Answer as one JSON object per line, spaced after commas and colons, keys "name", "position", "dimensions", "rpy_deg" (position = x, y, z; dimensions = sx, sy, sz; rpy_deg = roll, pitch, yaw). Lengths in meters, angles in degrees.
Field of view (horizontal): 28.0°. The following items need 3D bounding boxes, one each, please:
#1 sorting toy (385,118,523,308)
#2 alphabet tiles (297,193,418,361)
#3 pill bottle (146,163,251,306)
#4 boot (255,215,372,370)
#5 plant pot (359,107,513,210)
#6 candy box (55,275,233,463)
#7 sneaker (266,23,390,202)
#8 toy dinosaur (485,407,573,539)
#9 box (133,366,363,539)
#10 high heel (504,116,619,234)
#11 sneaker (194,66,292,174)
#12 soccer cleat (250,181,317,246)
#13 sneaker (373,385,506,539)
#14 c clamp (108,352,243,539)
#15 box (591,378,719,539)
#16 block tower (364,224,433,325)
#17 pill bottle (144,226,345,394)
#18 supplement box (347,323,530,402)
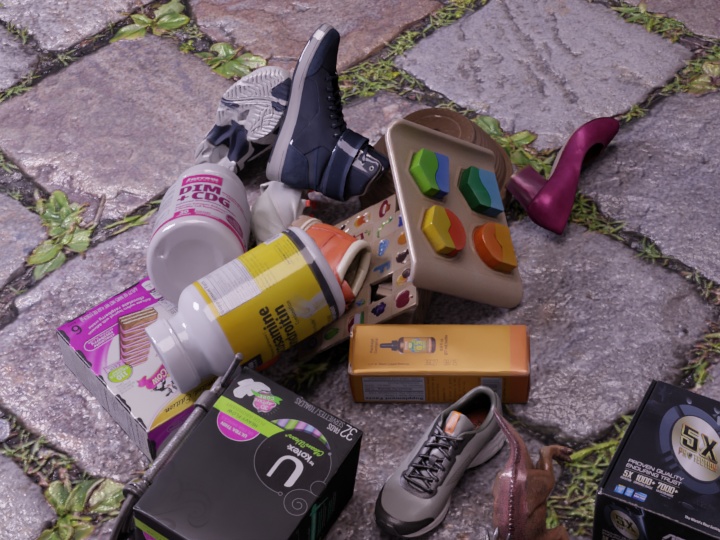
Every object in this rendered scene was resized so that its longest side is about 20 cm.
{"name": "sorting toy", "position": [0.114, -0.066, 1.660], "dimensions": [0.184, 0.036, 0.202], "rpy_deg": [14, 60, -42]}
{"name": "alphabet tiles", "position": [0.000, 0.000, 1.678], "dimensions": [0.166, 0.008, 0.201], "rpy_deg": [-27, 37, 27]}
{"name": "pill bottle", "position": [-0.186, -0.047, 1.696], "dimensions": [0.112, 0.114, 0.200], "rpy_deg": [-4, 25, 0]}
{"name": "boot", "position": [-0.064, 0.035, 1.632], "dimensions": [0.106, 0.075, 0.201], "rpy_deg": [18, 69, 30]}
{"name": "plant pot", "position": [0.094, -0.139, 1.811], "dimensions": [0.199, 0.093, 0.202], "rpy_deg": [-2, 44, 2]}
{"name": "candy box", "position": [-0.232, 0.107, 1.615], "dimensions": [0.136, 0.061, 0.200], "rpy_deg": [-31, 52, -25]}
{"name": "sneaker", "position": [-0.019, -0.183, 1.744], "dimensions": [0.145, 0.204, 0.077], "rpy_deg": [21, 17, 13]}
{"name": "toy dinosaur", "position": [0.153, 0.236, 1.399], "dimensions": [0.085, 0.202, 0.135], "rpy_deg": [-7, -2, 32]}
{"name": "box", "position": [-0.110, 0.228, 1.430], "dimensions": [0.148, 0.125, 0.200], "rpy_deg": [27, 53, 16]}
{"name": "high heel", "position": [0.277, -0.118, 1.810], "dimensions": [0.199, 0.068, 0.096], "rpy_deg": [-35, 69, -24]}
{"name": "sneaker", "position": [-0.126, -0.206, 1.844], "dimensions": [0.079, 0.200, 0.130], "rpy_deg": [36, 41, 3]}
{"name": "soccer cleat", "position": [-0.105, -0.042, 1.754], "dimensions": [0.077, 0.070, 0.201], "rpy_deg": [0, 38, 11]}
{"name": "sneaker", "position": [0.080, 0.194, 1.494], "dimensions": [0.074, 0.080, 0.200], "rpy_deg": [27, 55, 26]}
{"name": "c clamp", "position": [-0.194, 0.188, 1.464], "dimensions": [0.027, 0.171, 0.201], "rpy_deg": [33, 59, 4]}
{"name": "box", "position": [0.353, 0.222, 1.439], "dimensions": [0.198, 0.087, 0.164], "rpy_deg": [20, 49, 22]}
{"name": "block tower", "position": [0.062, -0.002, 1.683], "dimensions": [0.057, 0.054, 0.201], "rpy_deg": [14, 58, 16]}
{"name": "pill bottle", "position": [-0.124, 0.047, 1.538], "dimensions": [0.199, 0.112, 0.112], "rpy_deg": [-31, 50, -11]}
{"name": "supplement box", "position": [0.087, 0.103, 1.587], "dimensions": [0.198, 0.069, 0.067], "rpy_deg": [2, 54, 3]}
